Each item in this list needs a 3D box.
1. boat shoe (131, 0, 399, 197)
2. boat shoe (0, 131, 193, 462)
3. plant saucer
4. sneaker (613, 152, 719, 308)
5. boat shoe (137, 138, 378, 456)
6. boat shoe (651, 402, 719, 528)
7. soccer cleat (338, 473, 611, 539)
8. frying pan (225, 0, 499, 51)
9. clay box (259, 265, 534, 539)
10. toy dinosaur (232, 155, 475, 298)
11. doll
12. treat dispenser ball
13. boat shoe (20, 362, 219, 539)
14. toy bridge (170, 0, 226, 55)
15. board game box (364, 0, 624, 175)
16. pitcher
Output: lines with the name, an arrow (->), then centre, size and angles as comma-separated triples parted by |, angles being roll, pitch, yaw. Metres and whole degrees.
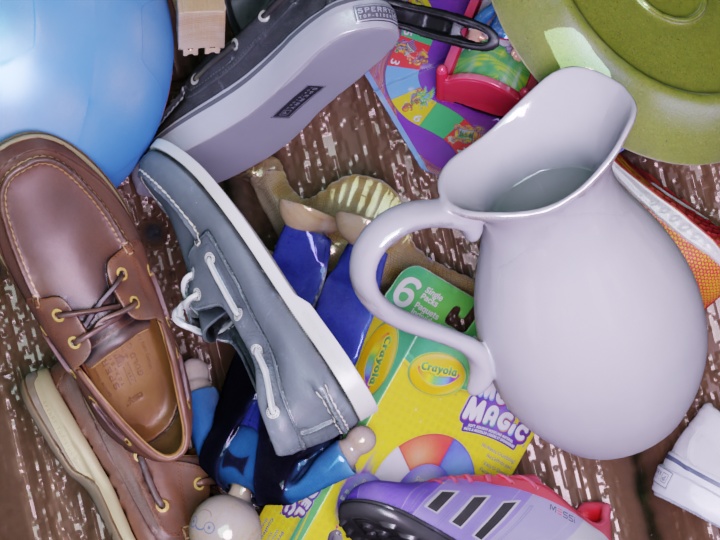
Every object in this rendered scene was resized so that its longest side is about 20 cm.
boat shoe -> -0.056, -0.106, 1.553 | 0.200, 0.069, 0.057 | -34, 66, 36
boat shoe -> -0.134, 0.017, 1.477 | 0.072, 0.068, 0.200 | -29, 123, -8
plant saucer -> 0.159, -0.152, 1.553 | 0.200, 0.031, 0.200 | 16, 54, -24
sneaker -> 0.118, -0.044, 1.593 | 0.200, 0.073, 0.077 | 43, 103, 6
boat shoe -> -0.069, 0.013, 1.489 | 0.062, 0.073, 0.200 | -36, 65, -4
boat shoe -> 0.263, 0.141, 1.581 | 0.200, 0.074, 0.067 | 28, 91, 2
soccer cleat -> 0.065, 0.137, 1.547 | 0.200, 0.068, 0.073 | 25, 73, -41
frying pan -> -0.014, -0.136, 1.568 | 0.190, 0.031, 0.115 | 47, 118, 33
clay box -> 0.024, 0.107, 1.570 | 0.115, 0.048, 0.200 | 30, 90, -39
toy dinosaur -> 0.000, 0.000, 1.597 | 0.200, 0.058, 0.101 | 27, 87, 1
doll -> -0.046, 0.064, 1.537 | 0.136, 0.048, 0.200 | 14, 82, 35
treat dispenser ball -> -0.200, -0.117, 1.532 | 0.201, 0.201, 0.201 | 0, 88, 1
boat shoe -> -0.109, 0.127, 1.581 | 0.068, 0.072, 0.200 | -34, 86, 0
toy bridge -> -0.100, -0.197, 1.578 | 0.027, 0.067, 0.200 | -6, 55, -8
board game box -> 0.077, -0.139, 1.563 | 0.158, 0.039, 0.200 | -23, 60, -11
pitcher -> 0.091, 0.016, 1.498 | 0.171, 0.121, 0.200 | -27, 130, -5
